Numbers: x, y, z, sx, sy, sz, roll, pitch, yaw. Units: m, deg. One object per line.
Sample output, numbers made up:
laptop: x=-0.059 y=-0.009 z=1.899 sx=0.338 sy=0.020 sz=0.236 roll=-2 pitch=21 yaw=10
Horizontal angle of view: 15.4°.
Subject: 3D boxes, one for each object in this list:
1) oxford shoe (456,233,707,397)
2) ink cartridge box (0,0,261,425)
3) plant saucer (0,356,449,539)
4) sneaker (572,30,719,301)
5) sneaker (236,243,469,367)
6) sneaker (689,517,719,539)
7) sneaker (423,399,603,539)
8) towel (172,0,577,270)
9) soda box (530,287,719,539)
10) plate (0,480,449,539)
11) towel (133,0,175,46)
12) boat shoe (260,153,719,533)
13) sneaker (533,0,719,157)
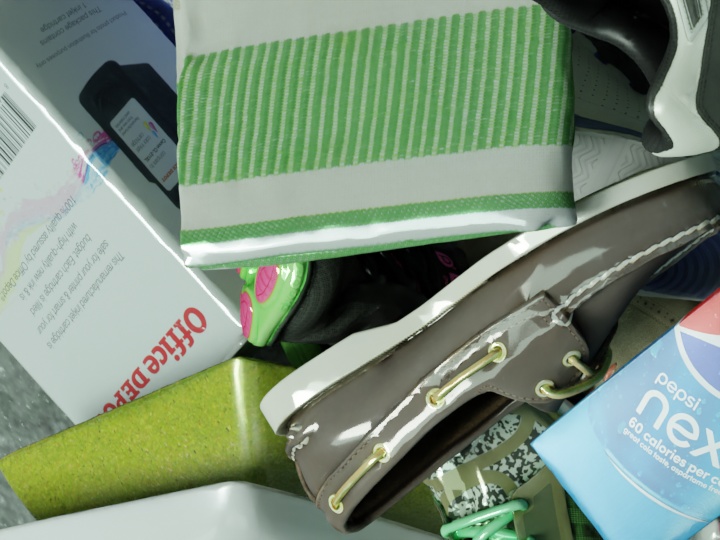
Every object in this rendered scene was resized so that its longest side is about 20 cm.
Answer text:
oxford shoe: x=0.108 y=0.030 z=1.040 sx=0.200 sy=0.075 sz=0.071 roll=28 pitch=136 yaw=30
ink cartridge box: x=-0.121 y=-0.030 z=1.187 sx=0.200 sy=0.083 sz=0.146 roll=48 pitch=138 yaw=4
plant saucer: x=-0.025 y=0.101 z=1.138 sx=0.200 sy=0.199 sz=0.048 roll=-23 pitch=59 yaw=50
sneaker: x=0.065 y=-0.076 z=1.010 sx=0.199 sy=0.115 sz=0.081 roll=21 pitch=139 yaw=-6
sneaker: x=0.000 y=0.000 z=1.041 sx=0.084 sy=0.200 sz=0.077 roll=-5 pitch=80 yaw=10
sneaker: x=0.157 y=0.174 z=1.096 sx=0.087 sy=0.074 sz=0.200 roll=-12 pitch=103 yaw=48
sneaker: x=0.066 y=0.120 z=1.022 sx=0.077 sy=0.089 sz=0.200 roll=-29 pitch=100 yaw=36
towel: x=0.001 y=-0.105 z=0.934 sx=0.152 sy=0.023 sz=0.200 roll=-6 pitch=81 yaw=21
soda box: x=0.158 y=0.021 z=0.931 sx=0.200 sy=0.068 sz=0.064 roll=-42 pitch=83 yaw=26
plate: x=-0.054 y=0.136 z=1.121 sx=0.199 sy=0.200 sz=0.032 roll=-16 pitch=64 yaw=39
towel: x=-0.065 y=-0.075 z=1.180 sx=0.145 sy=0.024 sz=0.200 roll=52 pitch=140 yaw=2
boat shoe: x=0.054 y=0.027 z=0.958 sx=0.200 sy=0.072 sz=0.060 roll=-32 pitch=76 yaw=24
sneaker: x=0.082 y=-0.126 z=0.849 sx=0.200 sy=0.088 sz=0.076 roll=61 pitch=171 yaw=24
